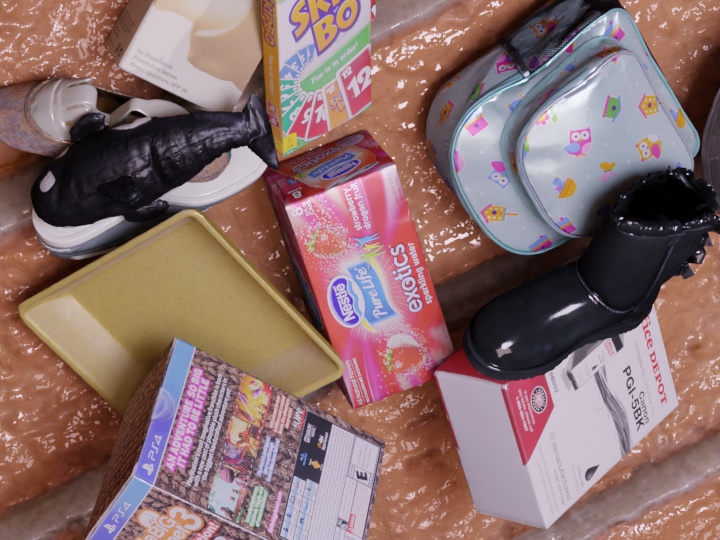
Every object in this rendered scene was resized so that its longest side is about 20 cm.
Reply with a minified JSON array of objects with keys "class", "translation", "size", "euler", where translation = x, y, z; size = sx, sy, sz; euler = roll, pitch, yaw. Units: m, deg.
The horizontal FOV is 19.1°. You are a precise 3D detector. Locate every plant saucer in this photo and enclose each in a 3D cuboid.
[{"class":"plant saucer","translation":[-0.143,0.043,1.744],"size":[0.200,0.048,0.200],"euler":[-27,120,29]}]

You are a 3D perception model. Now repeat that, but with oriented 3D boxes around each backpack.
[{"class":"backpack","translation":[0.160,-0.109,1.742],"size":[0.200,0.153,0.176],"euler":[-31,121,6]}]

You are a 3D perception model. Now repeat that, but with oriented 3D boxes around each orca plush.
[{"class":"orca plush","translation":[-0.161,-0.065,1.632],"size":[0.200,0.071,0.105],"euler":[-7,128,5]}]

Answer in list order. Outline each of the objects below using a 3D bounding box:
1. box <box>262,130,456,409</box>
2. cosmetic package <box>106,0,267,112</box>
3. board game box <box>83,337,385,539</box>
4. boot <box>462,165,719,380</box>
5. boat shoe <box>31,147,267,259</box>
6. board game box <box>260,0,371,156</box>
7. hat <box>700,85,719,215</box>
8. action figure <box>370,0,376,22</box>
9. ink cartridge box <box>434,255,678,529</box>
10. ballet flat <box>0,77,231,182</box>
[{"class":"box","translation":[0.000,0.000,1.770],"size":[0.100,0.095,0.200],"euler":[-21,115,-6]},{"class":"cosmetic package","translation":[-0.104,-0.232,1.663],"size":[0.105,0.071,0.200],"euler":[24,104,-23]},{"class":"board game box","translation":[-0.097,0.176,1.711],"size":[0.200,0.160,0.097],"euler":[28,129,-12]},{"class":"boot","translation":[0.186,0.001,1.682],"size":[0.198,0.073,0.163],"euler":[-17,154,-30]},{"class":"boat shoe","translation":[-0.169,-0.062,1.733],"size":[0.200,0.073,0.062],"euler":[-22,159,-13]},{"class":"board game box","translation":[-0.034,-0.189,1.668],"size":[0.096,0.030,0.200],"euler":[-32,140,-28]},{"class":"hat","translation":[0.350,-0.138,1.813],"size":[0.200,0.081,0.201],"euler":[-13,125,-19]},{"class":"action figure","translation":[0.014,-0.291,1.686],"size":[0.065,0.052,0.200],"euler":[0,114,-19]},{"class":"ink cartridge box","translation":[0.170,0.100,1.810],"size":[0.200,0.083,0.147],"euler":[-38,122,-35]},{"class":"ballet flat","translation":[-0.196,-0.120,1.672],"size":[0.200,0.067,0.068],"euler":[9,66,-10]}]
